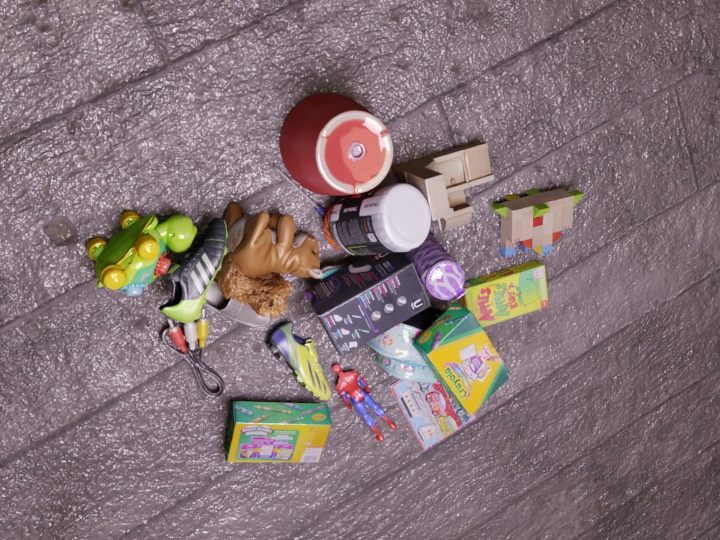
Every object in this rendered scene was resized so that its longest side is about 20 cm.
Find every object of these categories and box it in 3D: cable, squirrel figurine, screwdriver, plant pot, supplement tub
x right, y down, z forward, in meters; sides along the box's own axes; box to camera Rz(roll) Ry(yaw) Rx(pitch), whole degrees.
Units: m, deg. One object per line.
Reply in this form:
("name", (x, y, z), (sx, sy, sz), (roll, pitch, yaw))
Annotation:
("cable", (-0.328, 0.173, 1.254), (0.097, 0.050, 0.201), (-15, 108, -13))
("squirrel figurine", (-0.168, -0.010, 1.214), (0.186, 0.141, 0.201), (23, 80, -39))
("screwdriver", (-0.097, -0.137, 1.261), (0.200, 0.029, 0.028), (42, 90, -20))
("plant pot", (-0.034, -0.224, 1.173), (0.199, 0.177, 0.202), (-5, 106, -17))
("supplement tub", (0.025, -0.091, 1.200), (0.122, 0.199, 0.123), (2, 87, -38))

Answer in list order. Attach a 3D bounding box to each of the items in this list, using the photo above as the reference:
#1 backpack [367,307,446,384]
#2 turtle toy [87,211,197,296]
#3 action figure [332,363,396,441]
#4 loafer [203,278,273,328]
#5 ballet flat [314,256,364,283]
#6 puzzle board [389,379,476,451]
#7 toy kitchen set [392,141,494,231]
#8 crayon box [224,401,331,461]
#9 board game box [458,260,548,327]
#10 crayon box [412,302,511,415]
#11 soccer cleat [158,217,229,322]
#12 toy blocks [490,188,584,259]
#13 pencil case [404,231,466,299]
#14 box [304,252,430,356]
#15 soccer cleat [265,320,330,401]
("backpack", (0.103, 0.142, 1.318), (0.199, 0.177, 0.151), (16, 98, -29))
("turtle toy", (-0.386, -0.034, 1.142), (0.200, 0.146, 0.101), (-41, 133, -7))
("action figure", (-0.001, 0.281, 1.394), (0.065, 0.052, 0.200), (-38, 108, -11))
("loafer", (-0.255, 0.062, 1.237), (0.199, 0.070, 0.070), (27, 95, -23))
("ballet flat", (0.000, 0.000, 1.304), (0.199, 0.068, 0.068), (-1, 107, -18))
("puzzle board", (0.171, 0.306, 1.474), (0.150, 0.017, 0.201), (-30, 111, -8))
("toy kitchen set", (0.198, -0.143, 1.270), (0.199, 0.180, 0.164), (-18, 111, -11))
("crayon box", (-0.171, 0.335, 1.320), (0.199, 0.058, 0.119), (6, 123, -19))
("board game box", (0.320, 0.056, 1.436), (0.199, 0.048, 0.102), (-16, 109, -13))
("crayon box", (0.199, 0.173, 1.240), (0.119, 0.058, 0.200), (-42, 123, -9))
("soccer cleat", (-0.296, -0.006, 1.144), (0.081, 0.067, 0.201), (25, 79, -38))
("toy blocks", (0.385, -0.094, 1.402), (0.199, 0.100, 0.137), (-15, 120, -13))
("pencil case", (0.142, -0.014, 1.282), (0.084, 0.200, 0.086), (-39, 115, 7))
("box", (0.012, 0.053, 1.220), (0.199, 0.122, 0.106), (-29, 118, -5))
("soccer cleat", (-0.111, 0.190, 1.325), (0.084, 0.065, 0.200), (-44, 115, -15))
